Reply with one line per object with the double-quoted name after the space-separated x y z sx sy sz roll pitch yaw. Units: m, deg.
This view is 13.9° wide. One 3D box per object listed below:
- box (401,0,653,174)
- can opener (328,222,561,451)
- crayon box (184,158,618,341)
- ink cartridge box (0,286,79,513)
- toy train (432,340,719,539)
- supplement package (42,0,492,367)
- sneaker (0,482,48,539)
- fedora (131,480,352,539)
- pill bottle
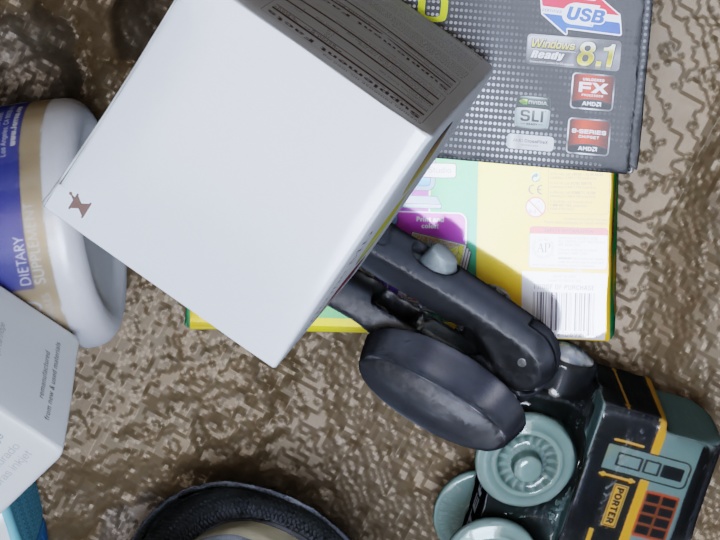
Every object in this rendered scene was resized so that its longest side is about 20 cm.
0.029 -0.131 1.286 0.199 0.044 0.161 6 105 2 "box"
0.000 0.000 1.311 0.200 0.079 0.064 37 110 6 "can opener"
0.019 -0.033 1.363 0.199 0.058 0.119 2 100 4 "crayon box"
-0.244 0.044 1.274 0.200 0.084 0.145 35 121 -23 "ink cartridge box"
0.090 0.132 1.375 0.113 0.085 0.201 15 106 -7 "toy train"
-0.031 -0.054 1.180 0.109 0.200 0.114 35 105 1 "supplement package"
-0.213 0.146 1.406 0.130 0.080 0.201 -12 98 6 "sneaker"
-0.064 0.203 1.363 0.200 0.091 0.202 11 110 31 "fedora"
-0.215 -0.010 1.359 0.199 0.116 0.116 -8 100 7 "pill bottle"
